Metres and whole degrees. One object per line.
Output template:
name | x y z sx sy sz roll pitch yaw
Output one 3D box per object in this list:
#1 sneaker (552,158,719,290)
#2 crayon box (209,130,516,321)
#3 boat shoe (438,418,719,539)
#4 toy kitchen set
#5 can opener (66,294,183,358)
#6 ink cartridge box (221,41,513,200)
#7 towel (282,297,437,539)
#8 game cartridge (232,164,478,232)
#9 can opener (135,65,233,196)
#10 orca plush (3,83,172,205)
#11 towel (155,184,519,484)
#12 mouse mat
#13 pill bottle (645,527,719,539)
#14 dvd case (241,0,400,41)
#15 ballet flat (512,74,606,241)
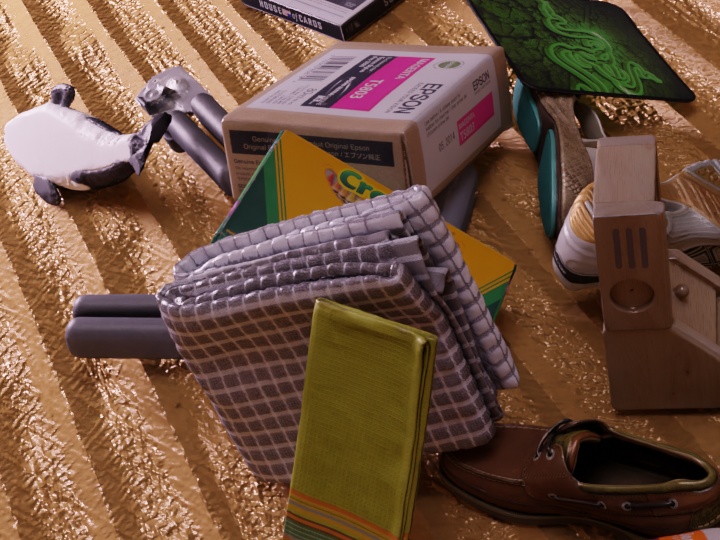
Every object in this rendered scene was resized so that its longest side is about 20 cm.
sneaker | 0.229 -0.027 1.134 0.199 0.088 0.076 -2 55 -21
crayon box | 0.000 0.000 1.106 0.199 0.058 0.119 30 49 -2
boat shoe | 0.139 0.123 0.987 0.199 0.068 0.072 9 47 27
toy kitchen set | 0.251 0.032 0.974 0.199 0.181 0.164 -2 42 14
can opener | -0.122 0.029 1.162 0.199 0.067 0.053 0 40 5
ink cartridge box | 0.010 -0.119 1.248 0.164 0.075 0.200 5 28 27
towel | -0.006 0.123 0.940 0.086 0.201 0.018 16 19 26
game cartridge | -0.014 -0.038 1.247 0.199 0.041 0.134 0 45 17
can opener | -0.134 -0.116 1.347 0.053 0.067 0.200 -35 44 -9
orca plush | -0.229 -0.114 1.370 0.199 0.106 0.071 -11 -7 42
towel | -0.015 0.052 1.011 0.199 0.166 0.086 -13 30 26
mouse mat | 0.185 -0.198 1.343 0.160 0.008 0.200 2 34 -18
pill bottle | 0.167 0.203 0.854 0.199 0.110 0.110 -11 40 4
dvd case | -0.002 -0.307 1.566 0.150 0.025 0.200 26 55 37
ballet flat | 0.168 -0.096 1.241 0.065 0.071 0.200 2 43 -7
